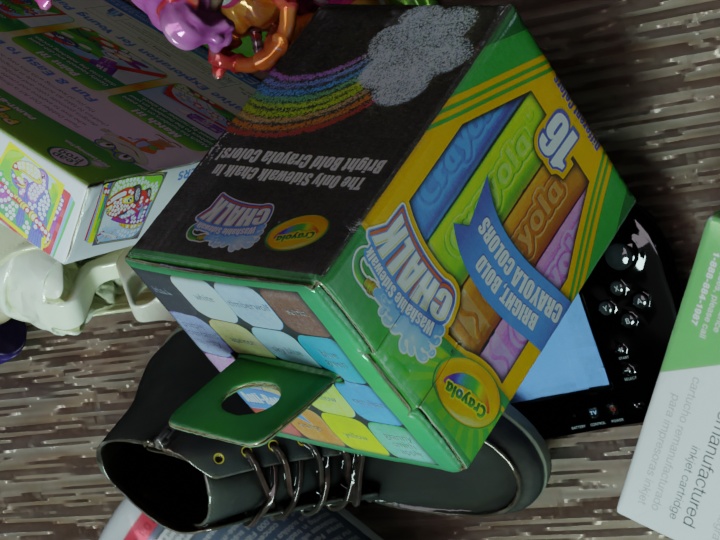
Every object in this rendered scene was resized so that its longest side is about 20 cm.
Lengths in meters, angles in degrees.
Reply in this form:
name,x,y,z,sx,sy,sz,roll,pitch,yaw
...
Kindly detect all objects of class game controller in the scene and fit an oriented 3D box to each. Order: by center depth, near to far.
name,x,y,z,sx,sy,sz,roll,pitch,yaw
game controller,0.063,0.032,0.931,0.200,0.042,0.104,-14,92,34

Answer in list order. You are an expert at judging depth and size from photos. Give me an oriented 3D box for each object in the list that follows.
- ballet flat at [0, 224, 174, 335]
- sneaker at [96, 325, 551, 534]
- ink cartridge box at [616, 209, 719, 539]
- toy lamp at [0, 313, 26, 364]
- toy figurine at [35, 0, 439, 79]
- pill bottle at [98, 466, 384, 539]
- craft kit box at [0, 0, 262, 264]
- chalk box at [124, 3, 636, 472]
name,x,y,z,sx,sy,sz,roll,pitch,yaw
ballet flat,-0.124,0.000,0.982,0.200,0.069,0.070,-6,97,8
sneaker,-0.017,0.093,0.917,0.200,0.106,0.075,14,124,13
ink cartridge box,0.227,0.070,0.811,0.200,0.084,0.146,24,112,27
toy lamp,-0.170,-0.002,1.062,0.200,0.058,0.058,-35,80,32
toy figurine,-0.076,-0.140,0.900,0.200,0.184,0.150,51,121,13
pill bottle,-0.026,0.177,0.968,0.200,0.120,0.120,37,116,21
craft kit box,-0.144,-0.083,0.945,0.200,0.197,0.049,32,113,24
chalk box,0.000,0.000,0.829,0.125,0.200,0.124,9,146,47
